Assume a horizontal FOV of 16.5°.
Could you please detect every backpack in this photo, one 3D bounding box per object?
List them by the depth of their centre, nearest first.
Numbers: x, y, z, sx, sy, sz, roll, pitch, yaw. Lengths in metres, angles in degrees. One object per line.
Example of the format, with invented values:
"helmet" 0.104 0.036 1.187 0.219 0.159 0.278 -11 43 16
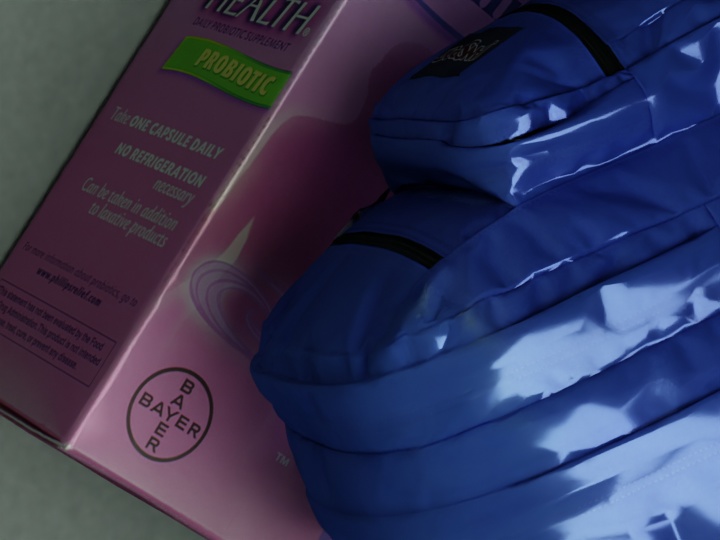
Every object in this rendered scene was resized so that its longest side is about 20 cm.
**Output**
"backpack" 0.067 0.010 0.700 0.200 0.162 0.168 -31 96 -13

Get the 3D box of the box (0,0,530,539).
"box" 0.000 0.000 0.803 0.176 0.097 0.200 36 81 -34
